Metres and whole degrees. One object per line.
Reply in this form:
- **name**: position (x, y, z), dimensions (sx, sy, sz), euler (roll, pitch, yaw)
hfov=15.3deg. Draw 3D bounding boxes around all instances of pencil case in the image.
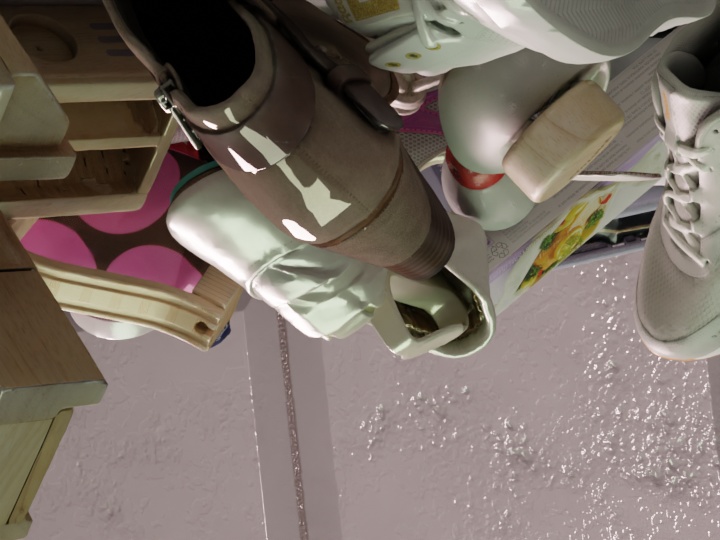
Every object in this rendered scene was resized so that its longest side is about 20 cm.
- **pencil case**: position (-0.144, -0.032, 1.180), dimensions (0.198, 0.091, 0.094), euler (15, -159, 0)

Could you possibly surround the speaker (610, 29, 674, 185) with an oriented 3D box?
- **speaker**: position (0.125, -0.081, 1.332), dimensions (0.081, 0.082, 0.199), euler (-8, 177, 40)

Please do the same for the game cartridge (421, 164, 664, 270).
- **game cartridge**: position (0.102, -0.056, 1.458), dimensions (0.198, 0.134, 0.041), euler (-12, 135, -11)

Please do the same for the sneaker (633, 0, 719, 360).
- **sneaker**: position (0.139, -0.052, 1.056), dimensions (0.092, 0.201, 0.076), euler (-4, -145, -40)

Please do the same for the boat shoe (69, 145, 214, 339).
- **boat shoe**: position (-0.065, -0.046, 1.296), dimensions (0.075, 0.061, 0.200), euler (26, -127, 25)

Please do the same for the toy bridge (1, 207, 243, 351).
- **toy bridge**: position (-0.145, -0.022, 1.098), dimensions (0.199, 0.027, 0.067), euler (29, -147, 2)

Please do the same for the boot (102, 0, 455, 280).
- **boot**: position (-0.043, -0.076, 0.930), dimensions (0.200, 0.070, 0.146), euler (45, -177, 41)

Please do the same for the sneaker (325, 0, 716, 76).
- **sneaker**: position (0.033, -0.092, 0.861), dimensions (0.115, 0.074, 0.200), euler (-11, 178, 24)

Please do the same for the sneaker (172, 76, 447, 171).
- **sneaker**: position (-0.013, -0.066, 1.215), dimensions (0.198, 0.089, 0.081), euler (-6, 178, -1)

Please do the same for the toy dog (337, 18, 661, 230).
- **toy dog**: position (0.072, -0.079, 1.093), dimensions (0.096, 0.132, 0.200), euler (-37, -170, -7)

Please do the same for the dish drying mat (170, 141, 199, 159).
- **dish drying mat**: position (-0.176, -0.061, 1.262), dimensions (0.198, 0.077, 0.018), euler (-6, 138, -4)

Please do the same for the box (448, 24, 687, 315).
- **box**: position (0.108, -0.050, 1.224), dimensions (0.200, 0.041, 0.039), euler (-40, 151, -18)

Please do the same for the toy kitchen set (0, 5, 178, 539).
- **toy kitchen set**: position (-0.101, -0.036, 0.978), dimensions (0.179, 0.200, 0.164), euler (-5, 136, -38)

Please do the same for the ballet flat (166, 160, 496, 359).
- **ballet flat**: position (0.000, 0.000, 1.079), dimensions (0.069, 0.070, 0.200), euler (-7, 168, 31)
